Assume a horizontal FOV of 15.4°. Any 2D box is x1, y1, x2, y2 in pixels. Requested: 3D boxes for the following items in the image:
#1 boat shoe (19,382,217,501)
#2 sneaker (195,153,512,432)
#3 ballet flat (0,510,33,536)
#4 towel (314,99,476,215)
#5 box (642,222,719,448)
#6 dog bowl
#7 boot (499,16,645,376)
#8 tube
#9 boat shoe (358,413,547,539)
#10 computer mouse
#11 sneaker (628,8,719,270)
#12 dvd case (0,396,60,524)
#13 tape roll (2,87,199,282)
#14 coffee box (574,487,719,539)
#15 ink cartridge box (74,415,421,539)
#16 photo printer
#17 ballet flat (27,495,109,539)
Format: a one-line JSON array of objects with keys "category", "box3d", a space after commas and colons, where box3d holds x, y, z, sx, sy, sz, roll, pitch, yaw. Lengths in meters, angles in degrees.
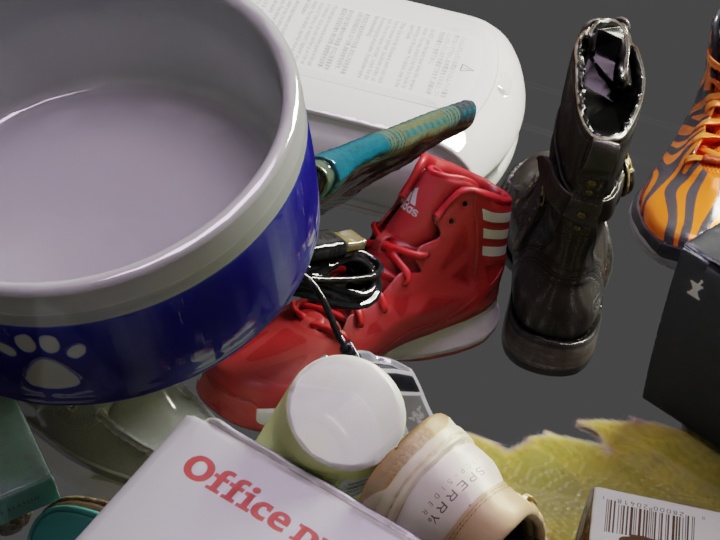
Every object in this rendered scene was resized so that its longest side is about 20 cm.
[{"category": "boat shoe", "box3d": [-0.133, 0.049, 1.287, 0.200, 0.069, 0.072, 33, 41, 30]}, {"category": "sneaker", "box3d": [0.000, 0.000, 1.350, 0.078, 0.116, 0.200, 32, 39, 29]}, {"category": "ballet flat", "box3d": [-0.227, 0.074, 1.257, 0.200, 0.046, 0.067, 26, 59, 31]}, {"category": "towel", "box3d": [-0.031, -0.034, 1.349, 0.022, 0.147, 0.200, 61, 26, 2]}, {"category": "box", "box3d": [0.269, 0.028, 1.392, 0.148, 0.104, 0.200, 35, 42, 30]}, {"category": "dog bowl", "box3d": [-0.119, -0.041, 1.162, 0.200, 0.079, 0.200, -5, 48, 6]}, {"category": "boot", "box3d": [0.119, -0.059, 1.414, 0.069, 0.174, 0.200, 8, 35, -4]}, {"category": "tube", "box3d": [-0.029, 0.094, 1.160, 0.058, 0.200, 0.052, 37, 64, 5]}, {"category": "boat shoe", "box3d": [0.050, 0.133, 1.129, 0.069, 0.200, 0.074, 40, 79, 25]}, {"category": "computer mouse", "box3d": [-0.001, 0.076, 1.255, 0.110, 0.044, 0.200, -12, 72, -48]}, {"category": "sneaker", "box3d": [0.208, -0.085, 1.530, 0.077, 0.112, 0.200, 15, 35, 6]}, {"category": "dvd case", "box3d": [-0.238, 0.060, 1.225, 0.146, 0.022, 0.200, -23, 47, -9]}, {"category": "tape roll", "box3d": [-0.169, -0.037, 1.253, 0.200, 0.048, 0.201, -5, 47, 5]}, {"category": "coffee box", "box3d": [0.114, 0.200, 1.099, 0.080, 0.115, 0.200, 12, 36, 1]}, {"category": "ink cartridge box", "box3d": [-0.068, 0.176, 1.053, 0.146, 0.083, 0.200, 29, 62, 25]}, {"category": "photo printer", "box3d": [-0.005, -0.102, 1.535, 0.200, 0.070, 0.166, 14, 34, 4]}, {"category": "ballet flat", "box3d": [-0.061, 0.163, 1.163, 0.200, 0.071, 0.065, 35, 14, 27]}]
